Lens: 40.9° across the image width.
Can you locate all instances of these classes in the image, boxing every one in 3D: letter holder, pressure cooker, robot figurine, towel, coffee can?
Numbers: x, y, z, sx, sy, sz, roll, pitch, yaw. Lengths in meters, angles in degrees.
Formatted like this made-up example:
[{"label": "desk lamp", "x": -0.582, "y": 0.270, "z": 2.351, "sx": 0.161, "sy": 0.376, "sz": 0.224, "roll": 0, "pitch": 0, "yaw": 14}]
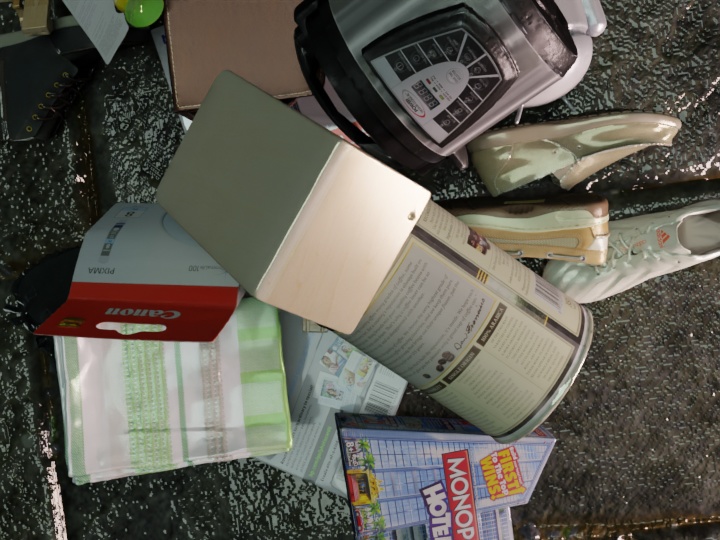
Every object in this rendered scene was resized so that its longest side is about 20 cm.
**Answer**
[{"label": "letter holder", "x": -0.100, "y": -0.244, "z": 0.875, "sx": 0.141, "sy": 0.101, "sz": 0.201, "roll": -7, "pitch": 91, "yaw": 5}, {"label": "pressure cooker", "x": 0.053, "y": -0.180, "z": 0.780, "sx": 0.200, "sy": 0.178, "sz": 0.177, "roll": -32, "pitch": 71, "yaw": 22}, {"label": "robot figurine", "x": 0.146, "y": -0.237, "z": 0.889, "sx": 0.169, "sy": 0.113, "sz": 0.201, "roll": -14, "pitch": 89, "yaw": -13}, {"label": "towel", "x": -0.164, "y": 0.102, "z": 0.852, "sx": 0.199, "sy": 0.031, "sz": 0.150, "roll": -6, "pitch": 92, "yaw": -11}, {"label": "coffee can", "x": 0.081, "y": 0.039, "z": 0.851, "sx": 0.200, "sy": 0.146, "sz": 0.147, "roll": 34, "pitch": 95, "yaw": -9}]

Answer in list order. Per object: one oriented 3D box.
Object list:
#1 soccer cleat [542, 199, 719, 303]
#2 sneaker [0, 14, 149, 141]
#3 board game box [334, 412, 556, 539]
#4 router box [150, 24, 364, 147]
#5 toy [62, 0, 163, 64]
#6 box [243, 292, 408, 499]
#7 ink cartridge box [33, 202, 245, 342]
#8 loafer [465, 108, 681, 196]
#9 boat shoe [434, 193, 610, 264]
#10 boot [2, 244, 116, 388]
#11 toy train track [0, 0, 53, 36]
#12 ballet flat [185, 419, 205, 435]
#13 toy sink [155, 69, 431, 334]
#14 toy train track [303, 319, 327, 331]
[{"label": "soccer cleat", "x": 0.266, "y": -0.022, "z": 0.899, "sx": 0.199, "sy": 0.078, "sz": 0.070, "roll": -19, "pitch": 89, "yaw": 7}, {"label": "sneaker", "x": -0.291, "y": -0.189, "z": 0.962, "sx": 0.199, "sy": 0.075, "sz": 0.107, "roll": -8, "pitch": 95, "yaw": 20}, {"label": "board game box", "x": 0.089, "y": 0.219, "z": 0.915, "sx": 0.199, "sy": 0.062, "sz": 0.201, "roll": -10, "pitch": 97, "yaw": -5}, {"label": "router box", "x": -0.083, "y": -0.181, "z": 0.948, "sx": 0.199, "sy": 0.049, "sz": 0.180, "roll": -20, "pitch": 89, "yaw": 7}, {"label": "toy", "x": -0.228, "y": -0.283, "z": 0.868, "sx": 0.115, "sy": 0.047, "sz": 0.200, "roll": -54, "pitch": 53, "yaw": 24}, {"label": "box", "x": -0.062, "y": 0.118, "z": 0.959, "sx": 0.199, "sy": 0.041, "sz": 0.157, "roll": 21, "pitch": 94, "yaw": 5}, {"label": "ink cartridge box", "x": -0.179, "y": -0.004, "z": 0.860, "sx": 0.159, "sy": 0.200, "sz": 0.048, "roll": 2, "pitch": 115, "yaw": 9}, {"label": "loafer", "x": 0.200, "y": -0.111, "z": 0.909, "sx": 0.199, "sy": 0.076, "sz": 0.069, "roll": -7, "pitch": 101, "yaw": 4}, {"label": "boat shoe", "x": 0.131, "y": -0.028, "z": 0.906, "sx": 0.199, "sy": 0.072, "sz": 0.077, "roll": 1, "pitch": 107, "yaw": 27}, {"label": "boot", "x": -0.234, "y": 0.029, "z": 0.936, "sx": 0.198, "sy": 0.074, "sz": 0.162, "roll": -32, "pitch": 48, "yaw": -13}, {"label": "toy train track", "x": -0.306, "y": -0.297, "z": 0.943, "sx": 0.114, "sy": 0.033, "sz": 0.201, "roll": -6, "pitch": 59, "yaw": -1}, {"label": "ballet flat", "x": -0.196, "y": 0.104, "z": 0.944, "sx": 0.200, "sy": 0.067, "sz": 0.071, "roll": 28, "pitch": 72, "yaw": 34}, {"label": "toy sink", "x": -0.059, "y": -0.059, "z": 0.782, "sx": 0.200, "sy": 0.112, "sz": 0.131, "roll": 37, "pitch": 99, "yaw": 48}, {"label": "toy train track", "x": 0.000, "y": 0.000, "z": 0.930, "sx": 0.199, "sy": 0.033, "sz": 0.115, "roll": 1, "pitch": 69, "yaw": -4}]
